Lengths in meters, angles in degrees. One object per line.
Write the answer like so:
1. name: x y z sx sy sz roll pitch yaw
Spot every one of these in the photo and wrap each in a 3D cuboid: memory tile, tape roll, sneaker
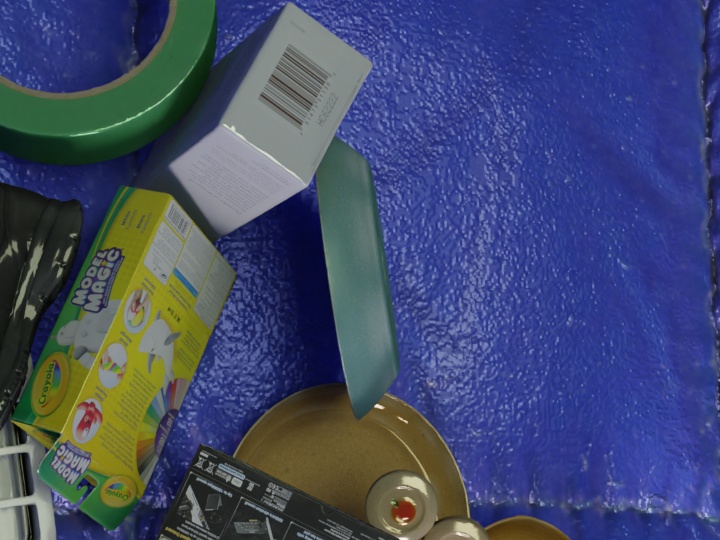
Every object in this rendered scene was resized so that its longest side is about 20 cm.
1. memory tile: 0.014 0.246 1.148 0.153 0.017 0.200 42 96 -7
2. tape roll: -0.196 -0.171 1.134 0.198 0.048 0.203 1 69 -4
3. sneaker: -0.244 0.035 1.061 0.090 0.076 0.202 21 63 -9

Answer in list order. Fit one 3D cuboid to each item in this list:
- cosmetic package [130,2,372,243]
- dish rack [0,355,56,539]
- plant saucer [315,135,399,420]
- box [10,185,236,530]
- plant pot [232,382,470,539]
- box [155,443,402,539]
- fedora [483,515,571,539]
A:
1. cosmetic package: -0.079 -0.091 1.130 0.071 0.200 0.102 34 68 -16
2. dish rack: -0.301 0.126 1.070 0.198 0.043 0.174 -6 84 -27
3. plant saucer: 0.000 0.000 1.156 0.036 0.200 0.202 -8 83 3
4. box: -0.157 0.060 1.118 0.118 0.048 0.202 54 51 -55
5. plant pot: -0.014 0.182 1.207 0.198 0.027 0.202 6 77 -25
6. box: -0.048 0.226 1.097 0.198 0.050 0.159 23 83 15
7. fedora: 0.130 0.280 1.210 0.199 0.081 0.203 3 85 -34
